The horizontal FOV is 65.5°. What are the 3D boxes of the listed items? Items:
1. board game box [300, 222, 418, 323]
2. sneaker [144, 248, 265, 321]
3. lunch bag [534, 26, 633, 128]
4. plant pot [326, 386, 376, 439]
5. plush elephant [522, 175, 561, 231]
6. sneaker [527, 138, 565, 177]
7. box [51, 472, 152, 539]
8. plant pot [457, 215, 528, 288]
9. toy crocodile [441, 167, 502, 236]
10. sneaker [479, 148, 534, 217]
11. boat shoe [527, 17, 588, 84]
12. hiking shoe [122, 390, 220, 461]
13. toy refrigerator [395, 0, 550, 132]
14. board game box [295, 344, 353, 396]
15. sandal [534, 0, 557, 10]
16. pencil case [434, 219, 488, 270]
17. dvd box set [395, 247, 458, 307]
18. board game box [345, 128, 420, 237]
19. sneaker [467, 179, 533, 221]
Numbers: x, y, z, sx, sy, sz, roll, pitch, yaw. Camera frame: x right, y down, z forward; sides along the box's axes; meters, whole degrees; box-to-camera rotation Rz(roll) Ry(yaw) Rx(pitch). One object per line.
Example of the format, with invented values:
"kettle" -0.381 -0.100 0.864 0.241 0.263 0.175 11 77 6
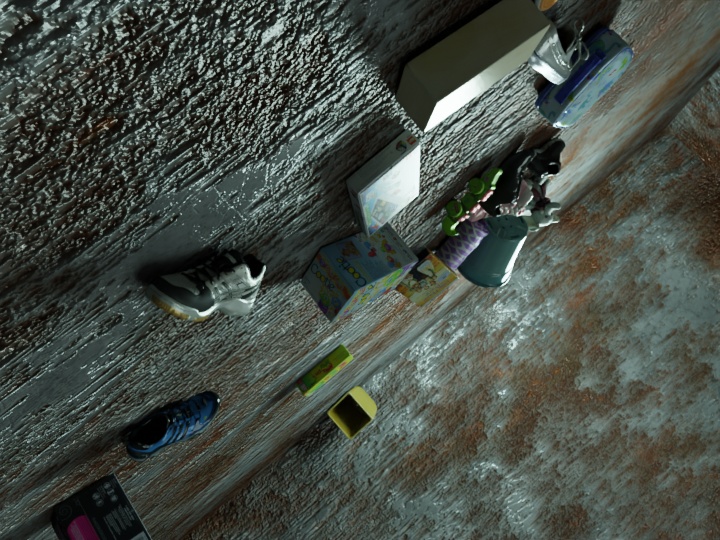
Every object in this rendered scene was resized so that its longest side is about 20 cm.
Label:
"board game box" 0.000 0.000 1.078 0.199 0.105 0.103 -24 159 -46
"sneaker" -0.193 0.009 0.719 0.089 0.075 0.200 -59 165 10
"lunch bag" 0.457 -0.391 1.146 0.200 0.083 0.160 -50 164 31
"plant pot" -0.024 0.745 3.027 0.196 0.194 0.200 -46 173 23
"plush elephant" 0.578 -0.214 1.815 0.164 0.155 0.201 -31 162 -32
"sneaker" 0.522 -0.303 1.546 0.199 0.091 0.067 -28 163 -39
"box" -0.528 0.555 1.158 0.131 0.201 0.115 -24 161 -45
"plant pot" 0.416 -0.085 1.747 0.199 0.200 0.197 -30 154 -34
"toy crocodile" 0.269 -0.169 1.354 0.200 0.062 0.067 -47 164 19
"sneaker" 0.383 -0.222 1.432 0.075 0.091 0.201 -19 153 -49
"boat shoe" 0.323 -0.363 0.898 0.085 0.076 0.201 -29 167 34
"hiking shoe" -0.359 0.299 1.093 0.199 0.075 0.087 -32 164 -31
"toy refrigerator" 0.142 -0.273 0.725 0.199 0.070 0.076 -37 172 -14
"board game box" -0.117 0.332 1.853 0.199 0.048 0.102 -39 165 -6
"sandal" 0.298 -0.415 0.720 0.079 0.059 0.207 -34 164 -22
"pencil case" 0.289 -0.067 1.650 0.200 0.084 0.085 -48 153 25
"dvd box set" 0.180 0.025 1.589 0.146 0.030 0.199 -39 143 13
"board game box" 0.043 -0.137 0.928 0.126 0.035 0.200 -40 165 -6
"sneaker" 0.397 -0.180 1.565 0.199 0.105 0.075 -37 167 -9
